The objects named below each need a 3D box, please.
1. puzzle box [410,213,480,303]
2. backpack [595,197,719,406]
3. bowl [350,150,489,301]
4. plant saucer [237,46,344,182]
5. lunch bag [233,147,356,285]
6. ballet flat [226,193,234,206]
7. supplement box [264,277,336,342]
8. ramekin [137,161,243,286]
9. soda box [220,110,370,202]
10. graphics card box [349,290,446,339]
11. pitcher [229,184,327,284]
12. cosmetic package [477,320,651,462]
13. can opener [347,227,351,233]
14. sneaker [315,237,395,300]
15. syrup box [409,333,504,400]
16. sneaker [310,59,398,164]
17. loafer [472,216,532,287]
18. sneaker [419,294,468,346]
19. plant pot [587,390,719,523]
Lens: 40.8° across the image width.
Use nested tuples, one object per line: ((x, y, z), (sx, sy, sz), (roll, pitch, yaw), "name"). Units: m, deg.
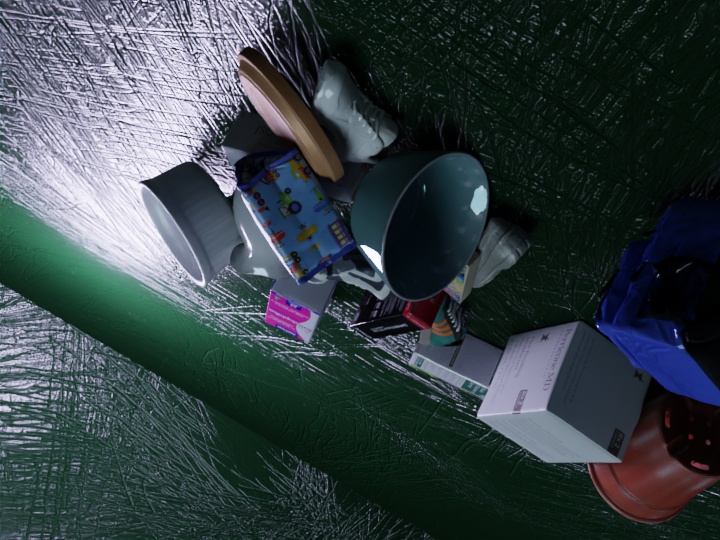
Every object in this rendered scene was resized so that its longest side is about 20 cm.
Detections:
((0.083, -0.048, 1.390), (0.200, 0.025, 0.133), (41, 163, 17), "puzzle box")
((0.368, 0.018, 1.072), (0.167, 0.201, 0.162), (17, 161, 47), "backpack")
((0.064, -0.072, 1.247), (0.105, 0.201, 0.201), (28, 164, 39), "bowl")
((-0.093, -0.191, 1.221), (0.201, 0.032, 0.200), (52, 174, 8), "plant saucer")
((-0.104, -0.083, 1.295), (0.151, 0.094, 0.200), (58, 171, -17), "lunch bag")
((-0.163, -0.083, 1.612), (0.199, 0.071, 0.067), (11, 154, 35), "ballet flat")
((-0.109, 0.046, 1.801), (0.101, 0.104, 0.200), (25, 160, 1), "supplement box")
((-0.276, -0.084, 1.614), (0.201, 0.097, 0.201), (48, 160, 24), "ramekin")
((-0.091, -0.160, 1.359), (0.199, 0.068, 0.064), (17, 156, 23), "soda box")
((0.068, 0.039, 1.551), (0.051, 0.126, 0.200), (34, 156, -21), "graphics card box")
((-0.113, -0.068, 1.484), (0.170, 0.122, 0.201), (17, 136, 4), "pitcher")
((0.329, 0.202, 1.569), (0.164, 0.166, 0.200), (33, 156, -16), "cosmetic package")
((-0.005, -0.035, 1.555), (0.199, 0.067, 0.053), (17, 149, 36), "can opener")
((0.000, 0.000, 1.439), (0.197, 0.080, 0.130), (-5, 151, 17), "sneaker")
((0.197, 0.170, 1.760), (0.199, 0.082, 0.079), (26, 159, 5), "syrup box")
((-0.001, -0.193, 1.198), (0.099, 0.078, 0.200), (14, 165, 13), "sneaker")
((0.179, -0.028, 1.367), (0.070, 0.070, 0.200), (44, 159, 2), "loafer")
((0.144, 0.072, 1.629), (0.079, 0.072, 0.200), (9, 155, 7), "sneaker")
((0.496, 0.283, 1.551), (0.200, 0.202, 0.195), (27, 150, -2), "plant pot")
